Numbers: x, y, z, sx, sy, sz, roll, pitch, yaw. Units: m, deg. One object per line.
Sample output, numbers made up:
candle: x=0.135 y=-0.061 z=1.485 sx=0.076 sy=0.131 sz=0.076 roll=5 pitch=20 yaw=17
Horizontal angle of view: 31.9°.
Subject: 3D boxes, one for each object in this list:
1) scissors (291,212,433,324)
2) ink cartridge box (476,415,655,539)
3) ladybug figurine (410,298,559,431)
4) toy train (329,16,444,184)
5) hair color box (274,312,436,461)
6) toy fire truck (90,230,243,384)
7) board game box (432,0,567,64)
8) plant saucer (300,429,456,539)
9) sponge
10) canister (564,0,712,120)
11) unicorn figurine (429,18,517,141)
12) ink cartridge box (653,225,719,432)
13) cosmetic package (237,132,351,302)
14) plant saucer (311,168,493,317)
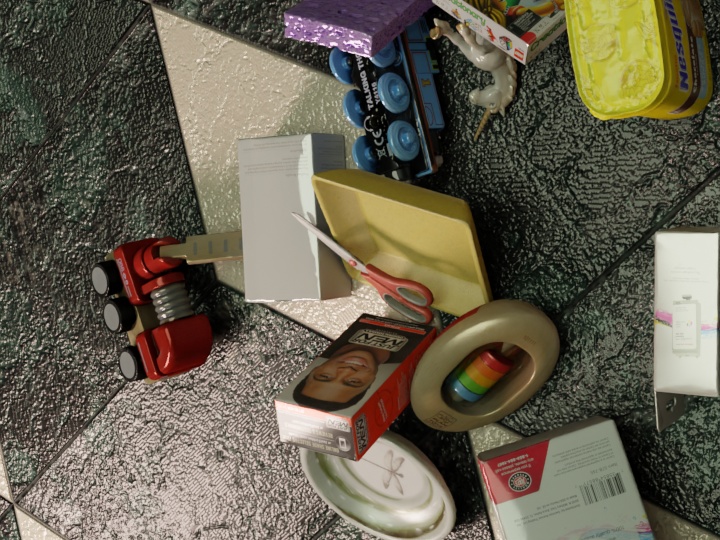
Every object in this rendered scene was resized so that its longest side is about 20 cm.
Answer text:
scissors: x=0.000 y=0.000 z=1.464 sx=0.199 sy=0.014 sz=0.073 roll=29 pitch=152 yaw=6
ink cartridge box: x=0.220 y=0.269 z=1.311 sx=0.145 sy=0.145 sz=0.201 roll=-18 pitch=84 yaw=2
ladybug figurine: x=0.133 y=0.101 z=1.396 sx=0.200 sy=0.136 sz=0.072 roll=-44 pitch=29 yaw=27
toy train: x=0.040 y=-0.192 z=1.419 sx=0.087 sy=0.114 sz=0.201 roll=-18 pitch=85 yaw=45
hair color box: x=0.000 y=0.126 z=1.414 sx=0.101 sy=0.200 sz=0.061 roll=9 pitch=122 yaw=28
toy fire truck: x=-0.221 y=0.031 z=1.577 sx=0.200 sy=0.128 sz=0.177 roll=-27 pitch=80 yaw=48
board game box: x=0.186 y=-0.310 z=1.303 sx=0.126 sy=0.035 sz=0.200 roll=38 pitch=66 yaw=21
plant saucer: x=0.027 y=0.237 z=1.466 sx=0.199 sy=0.050 sz=0.201 roll=19 pitch=138 yaw=18
sponge: x=0.014 y=-0.296 z=1.387 sx=0.111 sy=0.200 sz=0.030 roll=17 pitch=129 yaw=25
canister: x=0.278 y=-0.222 z=1.234 sx=0.086 sy=0.200 sz=0.149 roll=-9 pitch=89 yaw=29
unicorn figurine: x=0.126 y=-0.258 z=1.373 sx=0.074 sy=0.137 sz=0.201 roll=0 pitch=79 yaw=40
ink cartridge box: x=0.342 y=0.058 z=1.268 sx=0.067 sy=0.116 sz=0.201 roll=2 pitch=96 yaw=29
cosmetic package: x=-0.079 y=-0.062 z=1.517 sx=0.112 sy=0.081 sz=0.201 roll=0 pitch=95 yaw=30
plant saucer: x=0.059 y=-0.036 z=1.408 sx=0.199 sy=0.200 sz=0.049 roll=19 pitch=61 yaw=27
